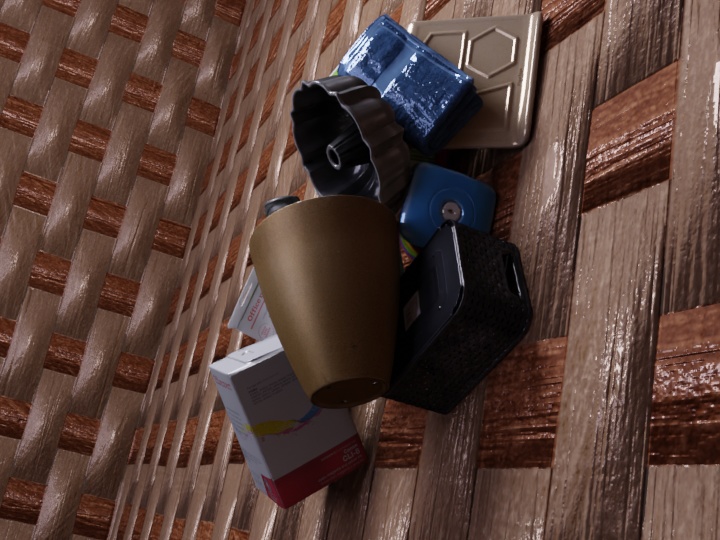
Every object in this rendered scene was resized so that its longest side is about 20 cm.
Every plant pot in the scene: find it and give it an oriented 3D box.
[{"bbox_3d":[-0.030,0.049,0.973,0.186,0.183,0.203,-46,46,49],"label":"plant pot"}]

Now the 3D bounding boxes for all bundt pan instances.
[{"bbox_3d":[-0.006,-0.160,1.072,0.202,0.075,0.204,45,152,31],"label":"bundt pan"}]

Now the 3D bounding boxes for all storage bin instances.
[{"bbox_3d":[0.099,0.058,0.980,0.201,0.092,0.137,-53,28,39],"label":"storage bin"}]

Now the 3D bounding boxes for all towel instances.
[{"bbox_3d":[0.057,-0.240,1.074,0.112,0.048,0.200,-47,59,5],"label":"towel"}]

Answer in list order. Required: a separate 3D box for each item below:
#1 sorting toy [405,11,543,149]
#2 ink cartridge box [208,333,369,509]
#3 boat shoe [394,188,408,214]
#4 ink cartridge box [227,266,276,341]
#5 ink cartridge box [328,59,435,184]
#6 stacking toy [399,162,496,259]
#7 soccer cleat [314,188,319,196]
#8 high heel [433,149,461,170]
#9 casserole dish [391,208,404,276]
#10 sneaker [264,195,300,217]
[{"bbox_3d":[0.135,-0.241,1.085,0.196,0.036,0.189,1,72,27],"label":"sorting toy"},{"bbox_3d":[-0.106,0.200,1.187,0.145,0.143,0.203,-2,111,68],"label":"ink cartridge box"},{"bbox_3d":[0.038,-0.171,1.303,0.090,0.071,0.203,24,90,27],"label":"boat shoe"},{"bbox_3d":[-0.128,0.056,1.320,0.117,0.067,0.200,-65,-13,1],"label":"ink cartridge box"},{"bbox_3d":[0.017,-0.212,1.213,0.147,0.075,0.203,-39,56,47],"label":"ink cartridge box"},{"bbox_3d":[0.089,-0.053,1.108,0.200,0.114,0.112,142,146,-74],"label":"stacking toy"},{"bbox_3d":[-0.012,-0.194,1.352,0.202,0.068,0.078,-64,-22,-18],"label":"soccer cleat"},{"bbox_3d":[0.150,-0.212,1.151,0.201,0.067,0.097,-52,57,34],"label":"high heel"},{"bbox_3d":[0.041,-0.004,1.161,0.122,0.038,0.204,76,-176,-65],"label":"casserole dish"},{"bbox_3d":[-0.107,-0.035,1.350,0.201,0.075,0.092,62,-167,-61],"label":"sneaker"}]
